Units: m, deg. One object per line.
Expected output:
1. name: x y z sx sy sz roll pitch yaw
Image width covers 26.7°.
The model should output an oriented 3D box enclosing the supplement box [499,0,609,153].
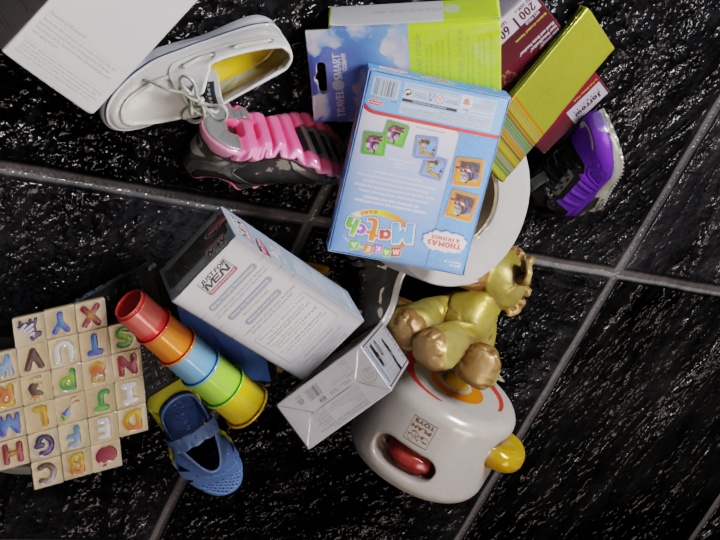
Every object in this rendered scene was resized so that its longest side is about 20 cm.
1. supplement box: 0.184 -0.230 1.695 0.109 0.061 0.200 -44 136 6

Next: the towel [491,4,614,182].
1. towel: 0.198 -0.193 1.668 0.200 0.018 0.086 -50 141 -3

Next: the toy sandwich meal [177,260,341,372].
1. toy sandwich meal: -0.112 0.039 1.720 0.205 0.070 0.205 2 132 2

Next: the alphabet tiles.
1. alphabet tiles: -0.306 0.130 1.596 0.166 0.006 0.200 -13 115 -26

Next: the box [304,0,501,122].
1. box: 0.047 -0.217 1.588 0.200 0.048 0.122 -2 130 3

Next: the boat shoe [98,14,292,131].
1. boat shoe: -0.157 -0.180 1.507 0.202 0.086 0.075 -24 134 -13

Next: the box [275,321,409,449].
1. box: -0.015 0.123 1.681 0.117 0.060 0.200 -36 180 8

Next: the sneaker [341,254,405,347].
1. sneaker: 0.000 0.000 1.766 0.099 0.071 0.200 14 111 -36

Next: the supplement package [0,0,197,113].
1. supplement package: -0.232 -0.266 1.370 0.200 0.117 0.117 -45 135 9

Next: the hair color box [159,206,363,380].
1. hair color box: -0.102 0.027 1.597 0.099 0.061 0.200 -45 130 12

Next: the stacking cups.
1. stacking cups: -0.181 0.095 1.620 0.061 0.061 0.200 -42 128 5

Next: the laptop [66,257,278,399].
1. laptop: -0.208 0.086 1.652 0.200 0.103 0.177 -32 133 -27

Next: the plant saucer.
1. plant saucer: -0.367 0.160 1.633 0.200 0.050 0.200 -3 128 -4

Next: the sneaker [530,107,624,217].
1. sneaker: 0.245 -0.114 1.789 0.099 0.070 0.200 -14 155 -8

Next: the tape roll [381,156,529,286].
1. tape roll: 0.093 -0.085 1.702 0.202 0.071 0.203 -11 109 -34

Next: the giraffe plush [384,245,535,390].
1. giraffe plush: 0.139 0.038 1.828 0.200 0.173 0.162 18 104 -45

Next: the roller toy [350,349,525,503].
1. roller toy: 0.093 0.186 1.884 0.182 0.200 0.140 12 117 -31

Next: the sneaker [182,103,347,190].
1. sneaker: -0.101 -0.119 1.616 0.200 0.079 0.095 10 141 -36

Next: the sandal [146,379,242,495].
1. sandal: -0.190 0.214 1.807 0.079 0.087 0.200 -34 137 -6

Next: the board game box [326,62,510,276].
1. board game box: 0.058 -0.104 1.588 0.151 0.037 0.200 11 108 -9
